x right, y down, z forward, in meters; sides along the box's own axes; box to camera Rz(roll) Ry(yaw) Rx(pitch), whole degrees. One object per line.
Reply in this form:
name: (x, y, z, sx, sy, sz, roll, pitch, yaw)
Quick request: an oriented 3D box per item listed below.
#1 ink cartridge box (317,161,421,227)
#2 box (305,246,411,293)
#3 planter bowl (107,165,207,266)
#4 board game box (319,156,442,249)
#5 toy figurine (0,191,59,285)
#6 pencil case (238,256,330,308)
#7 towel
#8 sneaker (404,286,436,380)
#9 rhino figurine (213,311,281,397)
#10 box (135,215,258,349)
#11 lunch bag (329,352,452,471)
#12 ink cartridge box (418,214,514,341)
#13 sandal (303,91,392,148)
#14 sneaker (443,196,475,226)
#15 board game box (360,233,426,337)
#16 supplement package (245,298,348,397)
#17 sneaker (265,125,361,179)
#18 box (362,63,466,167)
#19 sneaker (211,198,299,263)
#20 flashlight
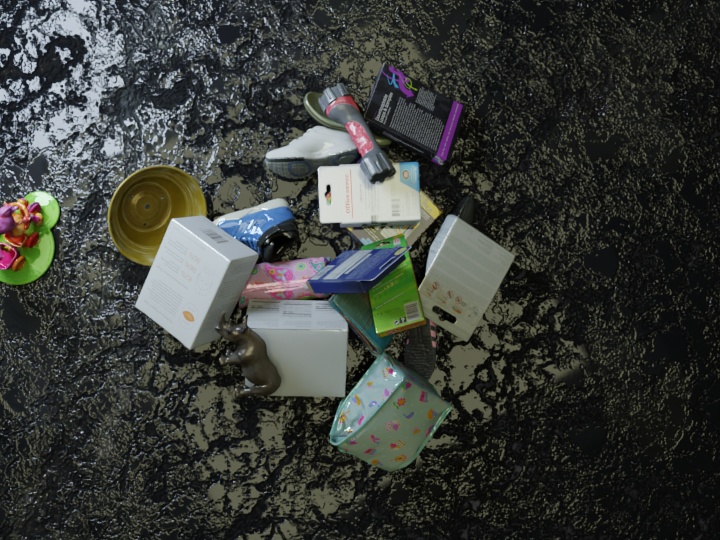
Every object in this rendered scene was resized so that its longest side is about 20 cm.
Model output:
ink cartridge box: (0.016, -0.147, 1.516, 0.197, 0.067, 0.118, -2, 87, -3)
box: (0.000, 0.000, 1.436, 0.121, 0.199, 0.033, -39, 111, -33)
planter bowl: (-0.411, -0.117, 1.523, 0.198, 0.083, 0.203, -14, 117, -30)
board game box: (0.041, -0.128, 1.578, 0.200, 0.057, 0.165, 44, 85, -1)
toy figurine: (-0.678, -0.071, 1.476, 0.149, 0.184, 0.201, 32, 87, -2)
pencil case: (-0.153, 0.024, 1.550, 0.197, 0.087, 0.089, -6, 89, -2)
towel: (0.023, 0.064, 1.512, 0.022, 0.200, 0.147, -36, 99, 34)
sneaker: (0.130, 0.129, 1.573, 0.069, 0.082, 0.203, 7, 112, 21)
rhino figurine: (-0.209, 0.154, 1.409, 0.086, 0.060, 0.202, -13, 119, 14)
box: (-0.315, 0.020, 1.482, 0.151, 0.106, 0.202, 34, 109, 16)
lunch bag: (0.052, 0.289, 1.506, 0.170, 0.122, 0.201, 33, 98, -35)
ink cartridge box: (0.195, 0.016, 1.531, 0.159, 0.047, 0.202, 30, 88, -22)
sandal: (-0.020, -0.316, 1.558, 0.199, 0.080, 0.058, 25, 132, 2)
sneaker: (0.208, -0.050, 1.585, 0.090, 0.076, 0.203, 15, 95, -12)
board game box: (0.061, 0.025, 1.489, 0.094, 0.030, 0.202, -17, 59, 9)
supplement package: (-0.124, 0.152, 1.507, 0.197, 0.111, 0.158, 2, 117, -2)
sneaker: (-0.100, -0.246, 1.569, 0.197, 0.075, 0.088, -12, 66, -16)
box: (0.108, -0.314, 1.557, 0.198, 0.036, 0.144, 26, 65, -12)
sneaker: (-0.219, -0.060, 1.537, 0.198, 0.077, 0.112, -21, 58, -9)
flashlight: (-0.009, -0.260, 1.472, 0.067, 0.068, 0.202, -31, 74, 14)
